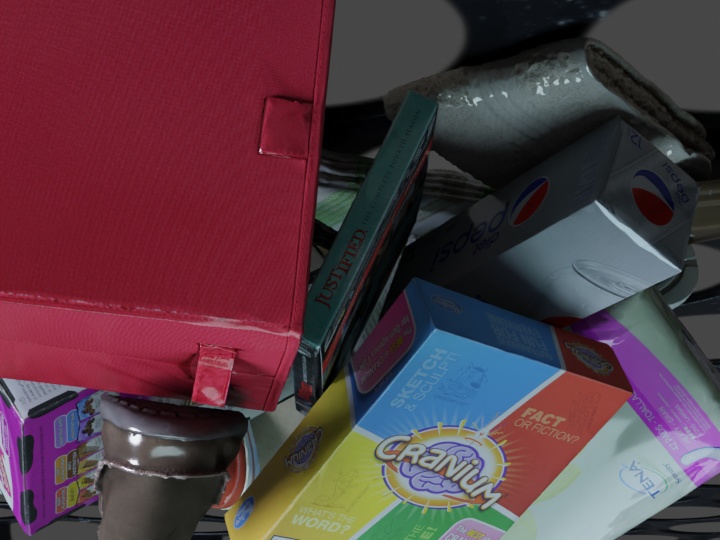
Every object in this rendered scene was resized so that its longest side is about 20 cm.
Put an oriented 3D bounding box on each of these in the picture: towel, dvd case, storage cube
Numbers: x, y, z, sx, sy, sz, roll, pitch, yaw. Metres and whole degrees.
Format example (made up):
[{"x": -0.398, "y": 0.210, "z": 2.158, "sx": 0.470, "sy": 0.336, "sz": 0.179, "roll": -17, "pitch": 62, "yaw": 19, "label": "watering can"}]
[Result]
[{"x": 0.116, "y": -0.077, "z": 0.878, "sx": 0.131, "sy": 0.035, "sz": 0.199, "roll": -12, "pitch": 160, "yaw": 33, "label": "towel"}, {"x": 0.000, "y": 0.000, "z": 0.857, "sx": 0.022, "sy": 0.147, "sz": 0.200, "roll": 24, "pitch": 166, "yaw": 6, "label": "dvd case"}, {"x": -0.112, "y": -0.043, "z": 0.709, "sx": 0.177, "sy": 0.203, "sz": 0.171, "roll": 8, "pitch": 164, "yaw": -5, "label": "storage cube"}, {"x": -0.005, "y": -0.046, "z": 1.007, "sx": 0.198, "sy": 0.031, "sz": 0.149, "roll": 7, "pitch": 165, "yaw": -31, "label": "towel"}]

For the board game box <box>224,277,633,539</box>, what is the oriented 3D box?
[{"x": 0.037, "y": 0.106, "z": 0.869, "sx": 0.152, "sy": 0.041, "sz": 0.201, "roll": 18, "pitch": 123, "yaw": -33, "label": "board game box"}]

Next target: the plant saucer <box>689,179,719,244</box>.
[{"x": 0.173, "y": -0.029, "z": 0.969, "sx": 0.197, "sy": 0.030, "sz": 0.200, "roll": -8, "pitch": 175, "yaw": -1, "label": "plant saucer"}]

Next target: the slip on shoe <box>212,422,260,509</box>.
[{"x": -0.129, "y": 0.075, "z": 1.080, "sx": 0.061, "sy": 0.202, "sz": 0.074, "roll": 5, "pitch": 147, "yaw": -44, "label": "slip on shoe"}]

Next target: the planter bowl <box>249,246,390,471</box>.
[{"x": -0.034, "y": 0.070, "z": 1.145, "sx": 0.198, "sy": 0.202, "sz": 0.135, "roll": 5, "pitch": 138, "yaw": -16, "label": "planter bowl"}]

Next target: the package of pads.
[{"x": 0.132, "y": 0.103, "z": 0.968, "sx": 0.199, "sy": 0.068, "sz": 0.155, "roll": -35, "pitch": 117, "yaw": 14, "label": "package of pads"}]

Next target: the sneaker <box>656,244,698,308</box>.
[{"x": 0.150, "y": 0.013, "z": 1.130, "sx": 0.197, "sy": 0.077, "sz": 0.080, "roll": -1, "pitch": 174, "yaw": 8, "label": "sneaker"}]

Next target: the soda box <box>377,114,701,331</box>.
[{"x": 0.098, "y": -0.007, "z": 0.870, "sx": 0.068, "sy": 0.064, "sz": 0.199, "roll": 36, "pitch": 142, "yaw": -19, "label": "soda box"}]

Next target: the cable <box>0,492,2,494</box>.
[{"x": -0.211, "y": 0.068, "z": 1.069, "sx": 0.198, "sy": 0.202, "sz": 0.069, "roll": -15, "pitch": 150, "yaw": 36, "label": "cable"}]

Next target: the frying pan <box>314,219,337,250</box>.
[{"x": -0.077, "y": -0.063, "z": 0.873, "sx": 0.188, "sy": 0.031, "sz": 0.115, "roll": 14, "pitch": 157, "yaw": -10, "label": "frying pan"}]

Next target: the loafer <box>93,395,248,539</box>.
[{"x": -0.098, "y": 0.111, "z": 0.764, "sx": 0.072, "sy": 0.072, "sz": 0.200, "roll": 7, "pitch": 163, "yaw": -5, "label": "loafer"}]

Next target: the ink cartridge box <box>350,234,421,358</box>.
[{"x": 0.063, "y": 0.097, "z": 1.045, "sx": 0.145, "sy": 0.202, "sz": 0.084, "roll": 20, "pitch": -163, "yaw": -20, "label": "ink cartridge box"}]

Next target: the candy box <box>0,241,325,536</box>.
[{"x": -0.118, "y": 0.055, "z": 0.876, "sx": 0.199, "sy": 0.061, "sz": 0.137, "roll": -25, "pitch": 153, "yaw": -26, "label": "candy box"}]
